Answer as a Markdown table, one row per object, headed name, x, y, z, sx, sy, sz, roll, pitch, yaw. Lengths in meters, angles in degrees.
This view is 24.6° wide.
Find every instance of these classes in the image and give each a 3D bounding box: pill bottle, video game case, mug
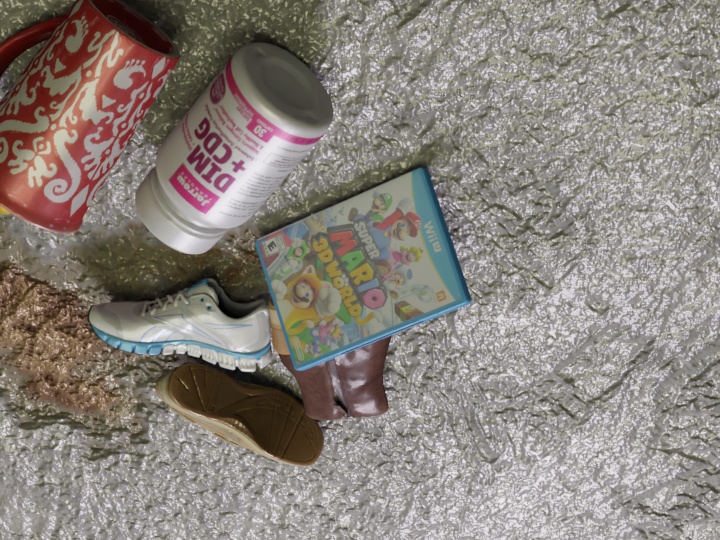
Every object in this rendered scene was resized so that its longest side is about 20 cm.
| name | x | y | z | sx | sy | sz | roll | pitch | yaw |
| --- | --- | --- | --- | --- | --- | --- | --- | --- | --- |
| pill bottle | -0.126 | -0.113 | 1.588 | 0.113 | 0.114 | 0.200 | 34 | 123 | -15 |
| video game case | 0.000 | 0.000 | 1.653 | 0.199 | 0.018 | 0.144 | -23 | 78 | 22 |
| mug | -0.285 | -0.166 | 1.553 | 0.177 | 0.133 | 0.200 | 38 | 106 | 1 |

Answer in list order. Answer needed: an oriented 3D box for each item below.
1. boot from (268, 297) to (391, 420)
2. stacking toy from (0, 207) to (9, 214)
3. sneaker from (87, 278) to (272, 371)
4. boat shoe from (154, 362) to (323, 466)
| name | x | y | z | sx | sy | sz | roll | pitch | yaw |
| --- | --- | --- | --- | --- | --- | --- | --- | --- | --- |
| boot | 0.010 | 0.082 | 1.739 | 0.199 | 0.072 | 0.167 | -6 | 129 | 18 |
| stacking toy | -0.376 | -0.089 | 1.676 | 0.199 | 0.086 | 0.086 | 1 | 125 | 0 |
| sneaker | -0.187 | 0.044 | 1.744 | 0.199 | 0.075 | 0.087 | 7 | 118 | -5 |
| boat shoe | -0.131 | 0.157 | 1.815 | 0.200 | 0.071 | 0.064 | 31 | 159 | -22 |
